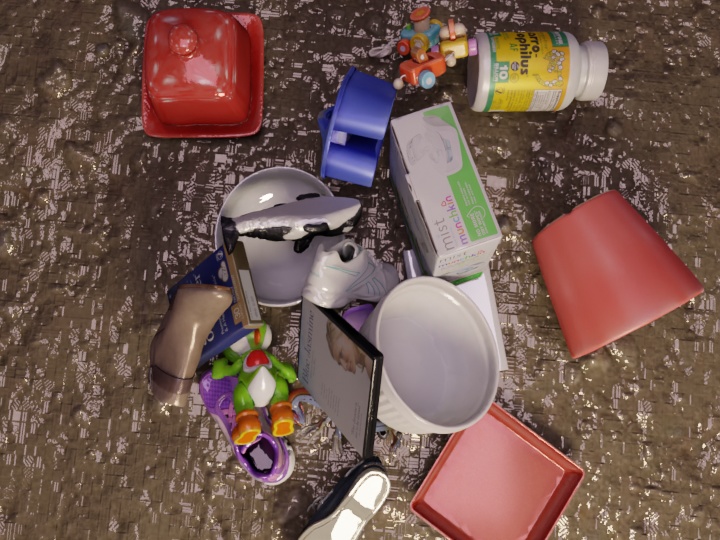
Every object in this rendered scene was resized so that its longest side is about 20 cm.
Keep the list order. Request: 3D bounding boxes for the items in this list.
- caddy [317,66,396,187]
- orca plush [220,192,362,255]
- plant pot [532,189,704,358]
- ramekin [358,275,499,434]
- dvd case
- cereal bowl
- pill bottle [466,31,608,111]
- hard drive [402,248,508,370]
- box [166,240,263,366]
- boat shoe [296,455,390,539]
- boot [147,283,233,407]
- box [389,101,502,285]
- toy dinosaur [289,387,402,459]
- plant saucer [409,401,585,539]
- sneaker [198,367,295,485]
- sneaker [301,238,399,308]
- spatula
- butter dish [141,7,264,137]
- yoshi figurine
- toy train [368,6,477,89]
[{"bbox_3d":[-0.013,-0.210,0.868,0.102,0.201,0.145,16,119,-1],"label":"caddy"},{"bbox_3d":[-0.091,-0.048,0.826,0.195,0.105,0.073,-19,125,-25],"label":"orca plush"},{"bbox_3d":[0.349,0.000,0.857,0.196,0.201,0.181,-26,76,-3],"label":"plant pot"},{"bbox_3d":[0.081,0.122,0.808,0.195,0.105,0.206,13,62,-25],"label":"ramekin"},{"bbox_3d":[-0.034,0.130,0.796,0.017,0.199,0.147,-8,115,-30],"label":"dvd case"},{"bbox_3d":[-0.118,-0.047,0.904,0.193,0.083,0.207,0,84,-1],"label":"cereal bowl"},{"bbox_3d":[0.268,-0.304,0.916,0.193,0.113,0.117,0,84,0],"label":"pill bottle"},{"bbox_3d":[0.145,0.061,0.923,0.127,0.025,0.207,-10,84,-1],"label":"hard drive"},{"bbox_3d":[-0.220,0.059,0.852,0.198,0.032,0.124,-33,68,36],"label":"box"},{"bbox_3d":[-0.034,0.357,0.874,0.074,0.062,0.202,35,94,-12],"label":"boat shoe"},{"bbox_3d":[-0.224,0.098,0.772,0.069,0.198,0.151,16,75,-28],"label":"boot"},{"bbox_3d":[0.109,-0.095,0.846,0.094,0.177,0.206,-16,72,-3],"label":"box"},{"bbox_3d":[-0.018,0.204,0.889,0.178,0.107,0.201,25,53,21],"label":"toy dinosaur"},{"bbox_3d":[0.201,0.323,0.893,0.198,0.037,0.202,35,85,4],"label":"plant saucer"},{"bbox_3d":[-0.170,0.228,0.875,0.080,0.089,0.202,-37,85,-2],"label":"sneaker"},{"bbox_3d":[0.000,0.000,0.849,0.069,0.198,0.083,23,107,32],"label":"sneaker"},{"bbox_3d":[0.014,0.157,0.915,0.055,0.021,0.207,-12,85,-3],"label":"spatula"},{"bbox_3d":[-0.249,-0.316,0.897,0.193,0.148,0.207,0,85,-1],"label":"butter dish"},{"bbox_3d":[-0.157,0.144,0.865,0.110,0.112,0.205,-27,60,18],"label":"yoshi figurine"},{"bbox_3d":[0.087,-0.337,0.885,0.146,0.201,0.057,-22,129,-9],"label":"toy train"}]
